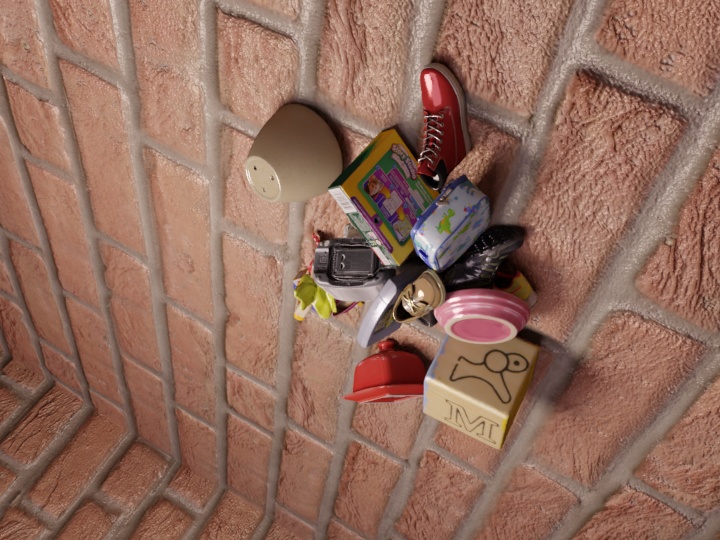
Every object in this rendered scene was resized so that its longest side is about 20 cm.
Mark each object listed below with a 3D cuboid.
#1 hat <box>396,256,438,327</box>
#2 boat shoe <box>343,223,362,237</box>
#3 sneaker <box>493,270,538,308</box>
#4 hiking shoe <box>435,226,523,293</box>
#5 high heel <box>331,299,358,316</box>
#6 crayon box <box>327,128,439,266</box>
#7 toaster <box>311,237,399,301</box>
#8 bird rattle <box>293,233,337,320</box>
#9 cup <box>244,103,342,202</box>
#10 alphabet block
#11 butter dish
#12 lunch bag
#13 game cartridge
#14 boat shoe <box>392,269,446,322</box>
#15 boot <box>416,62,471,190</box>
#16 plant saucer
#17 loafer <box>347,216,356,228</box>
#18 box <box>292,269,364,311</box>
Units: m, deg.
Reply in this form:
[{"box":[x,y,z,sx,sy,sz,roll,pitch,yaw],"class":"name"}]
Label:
[{"box":[0.151,0.070,1.831,0.197,0.081,0.203,21,141,18],"class":"hat"},{"box":[-0.007,-0.081,1.803,0.065,0.074,0.200,32,143,-3],"class":"boat shoe"},{"box":[0.269,0.039,1.712,0.197,0.079,0.091,-10,125,31],"class":"sneaker"},{"box":[0.250,-0.011,1.638,0.198,0.076,0.101,-30,120,22],"class":"hiking shoe"},{"box":[0.005,0.034,1.872,0.199,0.097,0.067,-32,111,34],"class":"high heel"},{"box":[0.057,-0.142,1.594,0.201,0.173,0.058,52,155,-21],"class":"crayon box"},{"box":[0.000,0.000,1.747,0.196,0.116,0.129,-2,160,15],"class":"toaster"},{"box":[-0.117,0.025,1.907,0.111,0.203,0.164,16,137,-20],"class":"bird rattle"},{"box":[-0.156,-0.221,1.684,0.198,0.143,0.203,28,138,28],"class":"cup"},{"box":[0.267,0.246,1.817,0.197,0.197,0.198,24,154,17],"class":"alphabet block"},{"box":[0.071,0.252,2.055,0.197,0.151,0.198,6,161,-36],"class":"butter dish"},{"box":[0.168,-0.081,1.534,0.082,0.161,0.200,42,178,16],"class":"lunch bag"},{"box":[0.065,0.082,1.759,0.041,0.132,0.202,48,134,24],"class":"game cartridge"},{"box":[0.115,0.061,1.636,0.075,0.066,0.201,55,158,13],"class":"boat shoe"},{"box":[0.131,-0.251,1.446,0.071,0.145,0.202,7,134,35],"class":"boot"},{"box":[0.247,0.101,1.665,0.196,0.052,0.201,6,154,3],"class":"plant saucer"},{"box":[-0.004,-0.132,1.697,0.200,0.068,0.076,43,163,42],"class":"loafer"},{"box":[-0.082,0.045,2.032,0.198,0.042,0.120,-12,122,48],"class":"box"}]
